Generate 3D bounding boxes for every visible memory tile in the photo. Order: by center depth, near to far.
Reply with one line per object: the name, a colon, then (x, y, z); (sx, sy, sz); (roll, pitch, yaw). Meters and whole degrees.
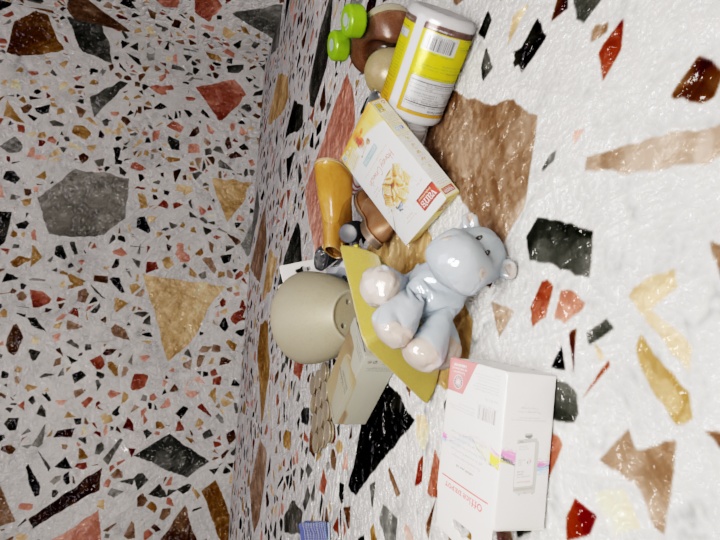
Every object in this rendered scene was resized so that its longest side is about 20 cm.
memory tile: (-0.098, 0.343, 1.271); (0.153, 0.017, 0.200); (123, 147, -50)

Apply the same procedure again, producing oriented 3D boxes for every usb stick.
usb stick: (-0.065, -0.043, 1.164); (0.200, 0.033, 0.056); (-46, -36, -74)

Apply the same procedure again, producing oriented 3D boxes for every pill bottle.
pill bottle: (0.098, -0.310, 0.817); (0.109, 0.109, 0.200); (-109, 32, -50)

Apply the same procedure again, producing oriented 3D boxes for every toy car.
toy car: (0.045, -0.362, 0.937); (0.158, 0.164, 0.200); (160, 103, -68)

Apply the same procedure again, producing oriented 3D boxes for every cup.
cup: (-0.063, 0.094, 1.048); (0.143, 0.200, 0.201); (-9, 74, 47)

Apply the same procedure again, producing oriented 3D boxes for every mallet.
mallet: (0.000, 0.000, 0.994); (0.066, 0.041, 0.200); (-10, -91, -71)

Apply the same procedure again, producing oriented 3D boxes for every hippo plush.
hippo plush: (0.119, 0.028, 0.643); (0.161, 0.200, 0.159); (-37, 74, 32)

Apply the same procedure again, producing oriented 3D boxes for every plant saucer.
plant saucer: (0.054, 0.071, 0.769); (0.048, 0.200, 0.200); (-30, 42, 13)

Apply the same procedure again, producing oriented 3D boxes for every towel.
towel: (-0.109, 0.661, 1.183); (0.200, 0.024, 0.145); (130, 141, -57)

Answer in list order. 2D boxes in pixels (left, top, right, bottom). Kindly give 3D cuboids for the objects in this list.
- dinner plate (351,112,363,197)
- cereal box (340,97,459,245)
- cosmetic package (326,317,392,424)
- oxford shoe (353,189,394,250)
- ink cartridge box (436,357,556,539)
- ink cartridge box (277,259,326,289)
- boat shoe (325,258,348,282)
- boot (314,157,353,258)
dinner plate: (0.005, -0.269, 1.186); (0.200, 0.024, 0.201); (-173, 90, -69)
cereal box: (0.057, -0.158, 0.834); (0.200, 0.039, 0.144); (54, 147, 12)
cosmetic package: (-0.001, 0.195, 0.973); (0.105, 0.071, 0.200); (-108, 32, -49)
oxford shoe: (0.035, -0.117, 1.019); (0.071, 0.071, 0.200); (-41, 32, 16)
ink cartridge box: (0.147, 0.206, 0.569); (0.116, 0.067, 0.200); (176, 102, -70)
ink cartridge box: (-0.126, 0.079, 1.216); (0.067, 0.117, 0.200); (160, 98, -70)
boat shoe: (-0.025, -0.011, 1.128); (0.066, 0.070, 0.200); (-58, 3, -14)
boot: (-0.052, -0.116, 1.014); (0.201, 0.071, 0.144); (66, -152, -65)
